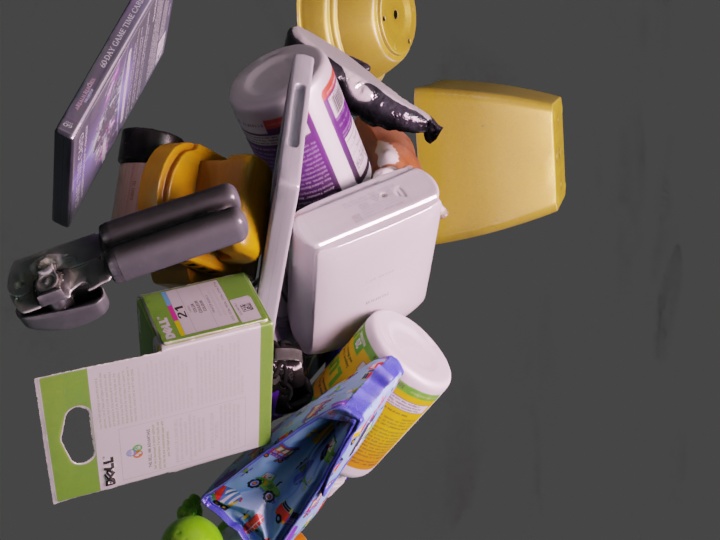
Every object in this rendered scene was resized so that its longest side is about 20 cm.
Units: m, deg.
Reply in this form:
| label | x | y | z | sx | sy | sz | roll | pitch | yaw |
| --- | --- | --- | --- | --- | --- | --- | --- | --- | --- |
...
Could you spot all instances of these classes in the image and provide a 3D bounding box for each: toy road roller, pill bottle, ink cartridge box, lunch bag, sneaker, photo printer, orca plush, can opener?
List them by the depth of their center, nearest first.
| label | x | y | z | sx | sy | sz | roll | pitch | yaw |
| --- | --- | --- | --- | --- | --- | --- | --- | --- | --- |
| can opener | -0.184 | -0.007 | 0.857 | 0.067 | 0.197 | 0.054 | 79 | -10 | -53 |
| ink cartridge box | -0.178 | 0.099 | 0.916 | 0.197 | 0.076 | 0.150 | -12 | 130 | -22 |
| toy road roller | -0.128 | -0.046 | 0.965 | 0.199 | 0.144 | 0.125 | 24 | 72 | -58 |
| lunch bag | -0.037 | 0.159 | 1.026 | 0.201 | 0.094 | 0.150 | -50 | 174 | 22 |
| sneaker | -0.107 | 0.087 | 1.047 | 0.200 | 0.098 | 0.071 | 51 | 32 | -52 |
| pill bottle | -0.053 | -0.124 | 1.127 | 0.112 | 0.110 | 0.202 | -61 | 141 | -38 |
| photo printer | 0.000 | 0.000 | 1.135 | 0.164 | 0.070 | 0.202 | -23 | 145 | -23 |
| pill bottle | -0.003 | 0.150 | 1.154 | 0.201 | 0.111 | 0.110 | -50 | 158 | 22 |
| orca plush | -0.007 | -0.185 | 1.178 | 0.072 | 0.198 | 0.106 | -56 | -165 | 22 |

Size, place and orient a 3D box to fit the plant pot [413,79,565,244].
| label | x | y | z | sx | sy | sz | roll | pitch | yaw |
| --- | --- | --- | --- | --- | --- | --- | --- | --- | --- |
| plant pot | 0.181 | -0.153 | 1.430 | 0.200 | 0.173 | 0.204 | -39 | 127 | -70 |

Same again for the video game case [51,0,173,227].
| label | x | y | z | sx | sy | sz | roll | pitch | yaw |
| --- | --- | --- | --- | --- | --- | --- | --- | --- | --- |
| video game case | -0.200 | -0.150 | 0.873 | 0.143 | 0.019 | 0.202 | 123 | -10 | -61 |

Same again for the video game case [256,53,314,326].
| label | x | y | z | sx | sy | sz | roll | pitch | yaw |
| --- | --- | --- | --- | --- | --- | --- | --- | --- | --- |
| video game case | -0.072 | -0.063 | 0.982 | 0.184 | 0.023 | 0.202 | -88 | -171 | -45 |

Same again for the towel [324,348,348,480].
| label | x | y | z | sx | sy | sz | roll | pitch | yaw |
| --- | --- | --- | --- | --- | --- | --- | --- | --- | --- |
| towel | 0.008 | 0.139 | 1.299 | 0.147 | 0.049 | 0.204 | -28 | 121 | -57 |

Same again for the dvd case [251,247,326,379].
| label | x | y | z | sx | sy | sz | roll | pitch | yaw |
| --- | --- | --- | --- | --- | --- | --- | --- | --- | --- |
| dvd case | -0.060 | 0.041 | 1.223 | 0.200 | 0.016 | 0.151 | -46 | 131 | -49 |

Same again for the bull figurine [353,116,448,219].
| label | x | y | z | sx | sy | sz | roll | pitch | yaw |
| --- | --- | --- | --- | --- | --- | --- | --- | --- | --- |
| bull figurine | 0.042 | -0.117 | 1.258 | 0.122 | 0.064 | 0.202 | 51 | 14 | -38 |

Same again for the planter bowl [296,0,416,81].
| label | x | y | z | sx | sy | sz | roll | pitch | yaw |
| --- | --- | --- | --- | --- | --- | --- | --- | --- | --- |
| planter bowl | 0.011 | -0.298 | 1.255 | 0.199 | 0.082 | 0.205 | -7 | 98 | -61 |

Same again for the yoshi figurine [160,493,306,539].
| label | x | y | z | sx | sy | sz | roll | pitch | yaw |
| --- | --- | --- | --- | --- | --- | --- | --- | --- | --- |
| yoshi figurine | -0.131 | 0.270 | 1.035 | 0.199 | 0.111 | 0.114 | -9 | 90 | -58 |
